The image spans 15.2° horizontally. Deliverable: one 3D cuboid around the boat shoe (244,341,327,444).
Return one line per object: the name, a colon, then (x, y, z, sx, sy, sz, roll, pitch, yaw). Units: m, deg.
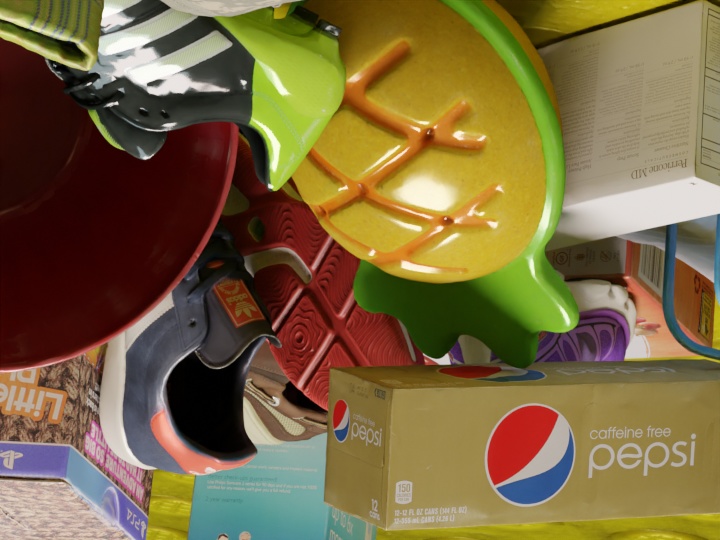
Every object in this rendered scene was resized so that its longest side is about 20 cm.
boat shoe: (-0.053, 0.032, 1.413, 0.075, 0.075, 0.202, 1, 158, 21)

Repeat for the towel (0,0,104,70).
towel: (-0.160, -0.133, 0.948, 0.143, 0.200, 0.023, 13, 117, -16)

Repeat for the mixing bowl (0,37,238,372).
mixing bowl: (-0.159, -0.066, 1.135, 0.200, 0.201, 0.108, 11, -173, -16)

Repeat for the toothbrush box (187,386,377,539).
toothbrush box: (-0.039, 0.106, 1.575, 0.085, 0.201, 0.146, 1, 161, 11)

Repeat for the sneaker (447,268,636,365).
sneaker: (0.081, 0.045, 1.324, 0.080, 0.084, 0.200, -5, 175, 23)

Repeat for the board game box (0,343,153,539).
board game box: (-0.162, 0.028, 1.365, 0.097, 0.201, 0.159, 2, 162, 11)

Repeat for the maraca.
maraca: (0.030, -0.043, 1.159, 0.137, 0.107, 0.200, 8, 127, 35)

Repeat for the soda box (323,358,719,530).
soda box: (0.087, 0.076, 1.205, 0.199, 0.064, 0.068, -1, -173, -25)

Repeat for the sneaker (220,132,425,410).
sneaker: (0.000, 0.000, 1.329, 0.115, 0.200, 0.078, 8, 127, -44)

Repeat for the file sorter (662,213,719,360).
file sorter: (0.236, -0.031, 1.181, 0.138, 0.123, 0.200, 13, 162, -22)

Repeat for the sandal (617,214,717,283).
sandal: (0.186, -0.028, 1.308, 0.206, 0.059, 0.079, 24, 166, -33)

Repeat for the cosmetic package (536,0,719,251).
cosmetic package: (0.092, -0.055, 1.216, 0.051, 0.083, 0.200, 20, 158, -39)

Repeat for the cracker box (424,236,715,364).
cracker box: (0.078, 0.006, 1.457, 0.199, 0.058, 0.134, -3, 160, 27)

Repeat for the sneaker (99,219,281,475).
sneaker: (-0.077, 0.001, 1.272, 0.084, 0.201, 0.075, 12, -159, 43)

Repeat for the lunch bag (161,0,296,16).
lunch bag: (-0.025, -0.154, 0.879, 0.164, 0.118, 0.200, -5, 155, 29)

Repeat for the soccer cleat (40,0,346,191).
soccer cleat: (-0.100, -0.093, 1.058, 0.200, 0.081, 0.068, 23, -173, -19)
